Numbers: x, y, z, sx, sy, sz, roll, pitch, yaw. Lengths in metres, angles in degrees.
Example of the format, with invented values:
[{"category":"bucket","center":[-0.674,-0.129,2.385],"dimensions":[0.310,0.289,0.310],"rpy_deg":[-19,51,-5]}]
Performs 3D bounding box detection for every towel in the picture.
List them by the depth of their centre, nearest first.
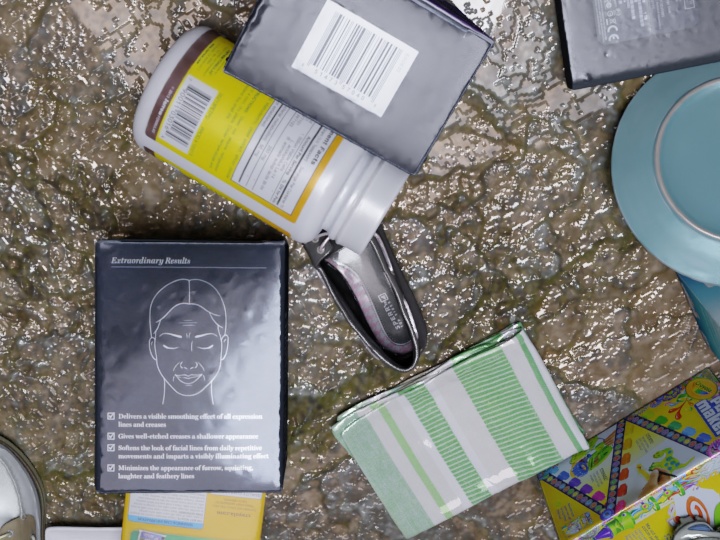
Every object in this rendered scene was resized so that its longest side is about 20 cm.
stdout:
[{"category":"towel","center":[0.093,0.153,0.946],"dimensions":[0.200,0.023,0.153],"rpy_deg":[-29,109,9]}]

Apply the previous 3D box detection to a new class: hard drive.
[{"category":"hard drive","center":[0.252,-0.229,0.794],"dimensions":[0.200,0.033,0.140],"rpy_deg":[-11,104,3]}]

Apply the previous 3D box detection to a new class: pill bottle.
[{"category":"pill bottle","center":[-0.066,-0.095,0.789],"dimensions":[0.200,0.109,0.109],"rpy_deg":[31,107,-1]}]

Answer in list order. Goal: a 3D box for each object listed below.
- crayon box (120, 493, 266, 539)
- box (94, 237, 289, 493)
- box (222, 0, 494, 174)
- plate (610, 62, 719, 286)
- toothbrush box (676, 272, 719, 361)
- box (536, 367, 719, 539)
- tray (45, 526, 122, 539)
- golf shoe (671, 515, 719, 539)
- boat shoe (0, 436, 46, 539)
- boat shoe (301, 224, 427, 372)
[{"category":"crayon box","center":[-0.151,0.215,0.936],"dimensions":[0.126,0.052,0.200],"rpy_deg":[7,100,-4]},{"category":"box","center":[-0.134,0.073,0.838],"dimensions":[0.148,0.107,0.200],"rpy_deg":[1,92,-2]},{"category":"box","center":[-0.003,-0.167,0.731],"dimensions":[0.148,0.200,0.104],"rpy_deg":[27,108,-12]},{"category":"plate","center":[0.301,-0.086,0.808],"dimensions":[0.200,0.026,0.201],"rpy_deg":[-1,81,9]},{"category":"toothbrush box","center":[0.362,0.040,0.812],"dimensions":[0.146,0.200,0.085],"rpy_deg":[-26,111,8]},{"category":"box","center":[0.302,0.236,0.927],"dimensions":[0.193,0.122,0.200],"rpy_deg":[-33,107,11]},{"category":"tray","center":[-0.248,0.334,1.008],"dimensions":[0.107,0.022,0.200],"rpy_deg":[0,111,0]},{"category":"golf shoe","center":[0.351,0.257,0.822],"dimensions":[0.200,0.097,0.078],"rpy_deg":[2,108,-4]},{"category":"boat shoe","center":[-0.334,0.251,0.951],"dimensions":[0.075,0.068,0.200],"rpy_deg":[-7,110,2]},{"category":"boat shoe","center":[0.000,0.000,0.869],"dimensions":[0.067,0.057,0.200],"rpy_deg":[-29,108,9]}]
